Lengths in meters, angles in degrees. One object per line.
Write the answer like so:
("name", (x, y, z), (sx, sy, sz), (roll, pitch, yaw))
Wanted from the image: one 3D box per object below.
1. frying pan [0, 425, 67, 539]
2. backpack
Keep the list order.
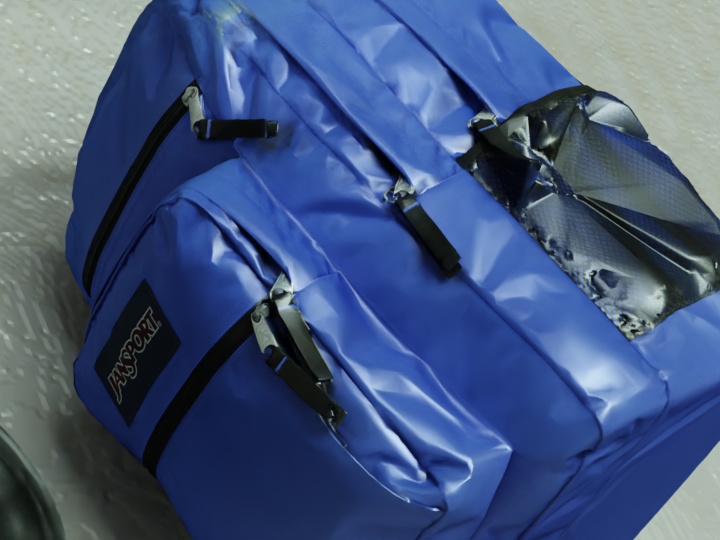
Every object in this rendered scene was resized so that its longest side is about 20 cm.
("frying pan", (-0.112, 0.101, 0.723), (0.115, 0.031, 0.190), (-15, 64, -46))
("backpack", (0.000, 0.000, 0.812), (0.168, 0.163, 0.200), (-19, 64, -44))
